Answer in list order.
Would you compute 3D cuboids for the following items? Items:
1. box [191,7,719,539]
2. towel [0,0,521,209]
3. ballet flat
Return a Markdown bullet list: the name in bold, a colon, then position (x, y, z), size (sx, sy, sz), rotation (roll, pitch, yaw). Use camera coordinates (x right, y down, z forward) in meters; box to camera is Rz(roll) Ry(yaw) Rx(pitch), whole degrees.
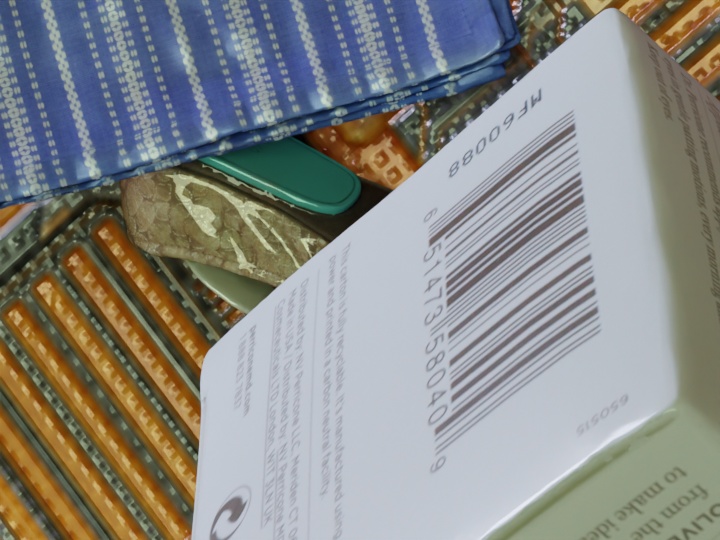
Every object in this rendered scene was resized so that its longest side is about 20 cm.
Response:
- **box**: position (0.069, 0.077, 0.707), size (0.171, 0.200, 0.200), rotation (37, 118, -24)
- **towel**: position (-0.056, -0.112, 0.833), size (0.198, 0.024, 0.146), rotation (-16, 78, -7)
- **ballet flat**: position (0.000, 0.000, 0.848), size (0.199, 0.070, 0.066), rotation (26, 124, 17)
